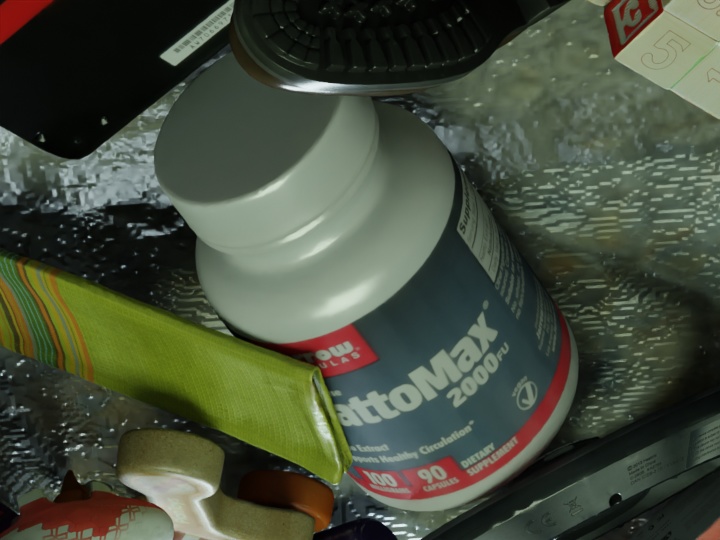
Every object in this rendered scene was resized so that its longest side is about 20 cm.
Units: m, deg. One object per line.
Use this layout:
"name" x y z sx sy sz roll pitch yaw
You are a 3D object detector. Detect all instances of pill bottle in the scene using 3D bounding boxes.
"pill bottle" 0.000 0.000 1.187 0.119 0.120 0.200 -23 133 17

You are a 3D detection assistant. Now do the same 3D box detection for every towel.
"towel" -0.098 0.034 1.198 0.199 0.018 0.086 20 155 23

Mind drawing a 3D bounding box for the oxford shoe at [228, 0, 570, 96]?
"oxford shoe" 0.009 -0.091 1.069 0.084 0.073 0.200 -35 170 35

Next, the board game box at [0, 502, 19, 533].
"board game box" -0.206 0.149 1.314 0.120 0.032 0.200 41 143 -18

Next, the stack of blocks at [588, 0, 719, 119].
"stack of blocks" 0.118 -0.129 1.073 0.199 0.116 0.059 28 126 -29

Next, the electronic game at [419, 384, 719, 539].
"electronic game" 0.096 0.102 1.287 0.199 0.042 0.200 -26 170 -5

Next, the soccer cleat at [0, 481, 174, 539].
"soccer cleat" -0.162 0.154 1.173 0.199 0.085 0.069 -18 145 -23

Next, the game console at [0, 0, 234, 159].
"game console" -0.106 -0.133 1.060 0.200 0.031 0.176 -35 137 27

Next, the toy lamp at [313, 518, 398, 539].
"toy lamp" -0.058 0.186 1.413 0.200 0.058 0.058 -35 128 29

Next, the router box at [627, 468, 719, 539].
"router box" 0.200 0.186 1.364 0.200 0.049 0.179 -44 110 5

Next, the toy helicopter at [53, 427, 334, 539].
"toy helicopter" -0.087 0.108 1.285 0.131 0.079 0.200 8 159 7
